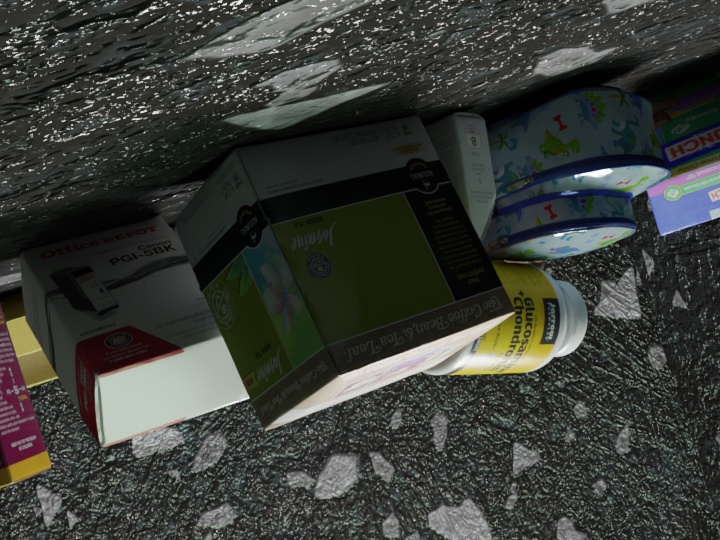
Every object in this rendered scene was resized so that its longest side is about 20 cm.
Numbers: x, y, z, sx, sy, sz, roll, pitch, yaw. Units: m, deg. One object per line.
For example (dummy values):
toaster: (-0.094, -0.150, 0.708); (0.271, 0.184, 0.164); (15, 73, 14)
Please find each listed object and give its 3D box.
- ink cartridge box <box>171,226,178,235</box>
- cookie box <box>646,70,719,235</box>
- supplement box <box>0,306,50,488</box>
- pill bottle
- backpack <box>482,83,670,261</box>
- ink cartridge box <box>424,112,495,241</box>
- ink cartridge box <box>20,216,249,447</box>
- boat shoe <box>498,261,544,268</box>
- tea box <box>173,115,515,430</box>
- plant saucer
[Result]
ink cartridge box: (-0.171, -0.006, 1.309); (0.174, 0.084, 0.200); (-18, 178, -14)
cookie box: (0.406, -0.146, 1.344); (0.170, 0.075, 0.201); (-19, -149, 18)
supplement box: (-0.404, 0.124, 1.137); (0.130, 0.201, 0.103); (-18, 178, 6)
pill bottle: (0.136, 0.047, 1.178); (0.199, 0.113, 0.112); (2, 165, -42)
backpack: (0.202, -0.092, 1.170); (0.182, 0.148, 0.199); (-1, 162, -46)
ink cartridge box: (0.062, -0.029, 1.105); (0.057, 0.202, 0.162); (-4, 170, -39)
ink cartridge box: (-0.202, 0.046, 1.041); (0.146, 0.083, 0.200); (-17, -141, -27)
boat shoe: (0.163, -0.022, 1.299); (0.072, 0.073, 0.200); (30, -161, 24)
tea box: (-0.014, -0.002, 0.974); (0.199, 0.198, 0.134); (-15, 164, -38)
plant saucer: (-0.404, 0.080, 1.415); (0.199, 0.049, 0.200); (-17, 156, -7)
